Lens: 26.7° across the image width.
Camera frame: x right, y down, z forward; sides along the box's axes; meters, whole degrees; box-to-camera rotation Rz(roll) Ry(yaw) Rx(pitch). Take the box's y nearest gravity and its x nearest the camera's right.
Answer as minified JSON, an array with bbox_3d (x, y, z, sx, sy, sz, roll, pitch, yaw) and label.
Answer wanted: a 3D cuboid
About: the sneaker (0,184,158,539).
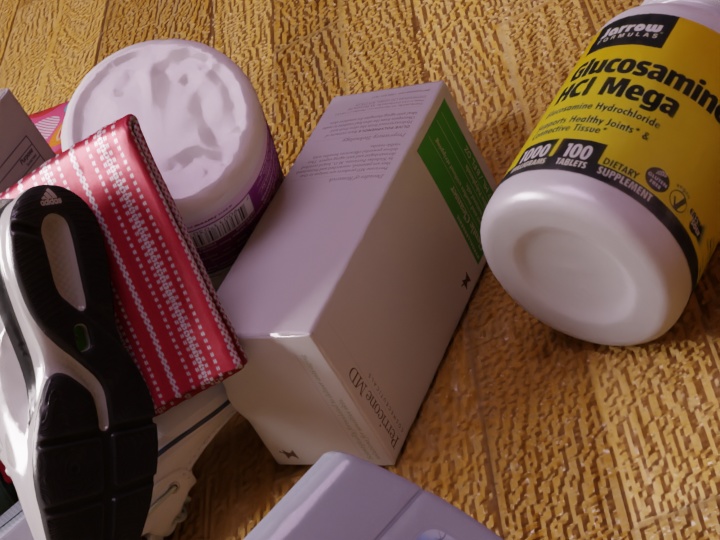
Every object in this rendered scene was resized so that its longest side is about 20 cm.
[{"bbox_3d":[-0.174,0.063,0.788,0.115,0.202,0.075,-9,0,43],"label":"sneaker"}]

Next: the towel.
[{"bbox_3d":[-0.157,0.021,0.812,0.199,0.145,0.022,-27,-2,35],"label":"towel"}]

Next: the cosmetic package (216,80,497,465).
[{"bbox_3d":[0.000,0.000,0.850,0.084,0.108,0.201,-4,44,34],"label":"cosmetic package"}]

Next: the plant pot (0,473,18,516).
[{"bbox_3d":[-0.310,0.122,0.886,0.187,0.201,0.200,-25,32,-11],"label":"plant pot"}]

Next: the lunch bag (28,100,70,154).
[{"bbox_3d":[-0.261,-0.038,1.139,0.175,0.082,0.201,-19,36,20],"label":"lunch bag"}]

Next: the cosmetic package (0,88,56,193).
[{"bbox_3d":[-0.213,-0.002,0.943,0.071,0.201,0.105,-2,41,37],"label":"cosmetic package"}]

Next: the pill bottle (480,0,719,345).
[{"bbox_3d":[0.153,-0.067,0.803,0.112,0.113,0.200,2,46,41],"label":"pill bottle"}]

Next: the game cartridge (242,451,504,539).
[{"bbox_3d":[0.028,0.167,0.571,0.200,0.042,0.133,39,74,15],"label":"game cartridge"}]

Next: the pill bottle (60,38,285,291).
[{"bbox_3d":[-0.099,-0.043,0.895,0.111,0.200,0.113,-2,69,4],"label":"pill bottle"}]

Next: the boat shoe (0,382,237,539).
[{"bbox_3d":[-0.128,0.122,0.838,0.200,0.067,0.074,-38,13,-10],"label":"boat shoe"}]
